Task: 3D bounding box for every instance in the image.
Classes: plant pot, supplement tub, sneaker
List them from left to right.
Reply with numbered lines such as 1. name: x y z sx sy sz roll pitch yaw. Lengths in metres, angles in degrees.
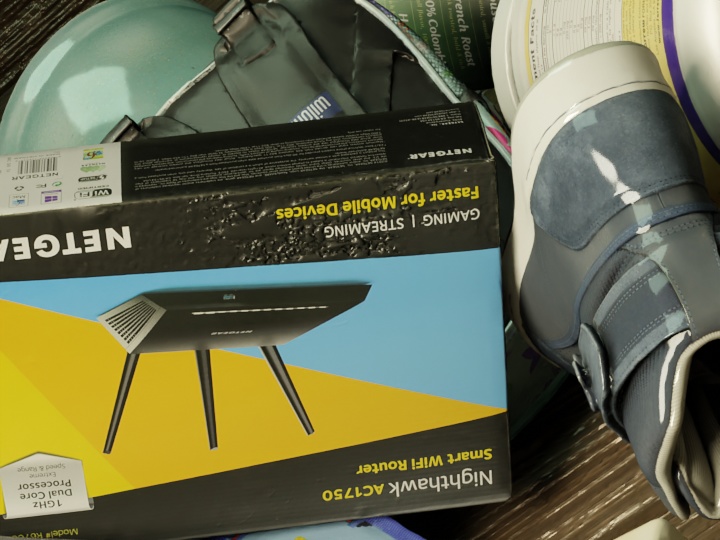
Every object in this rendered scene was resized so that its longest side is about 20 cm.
1. plant pot: -0.099 -0.053 1.416 0.200 0.200 0.134 -49 40 -14
2. sneaker: 0.108 0.033 0.826 0.077 0.147 0.203 -25 -27 -3
3. supplement tub: 0.145 -0.090 0.910 0.146 0.145 0.200 -49 15 -14

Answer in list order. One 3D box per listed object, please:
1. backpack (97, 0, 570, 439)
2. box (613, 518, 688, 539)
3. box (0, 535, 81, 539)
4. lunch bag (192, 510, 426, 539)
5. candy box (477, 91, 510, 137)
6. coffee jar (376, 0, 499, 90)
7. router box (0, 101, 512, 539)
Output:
1. backpack: 0.000 0.000 1.015 0.178 0.151 0.200 -45 55 1
2. box: 0.058 0.166 0.574 0.078 0.095 0.200 -34 20 33
3. box: -0.085 0.184 0.793 0.158 0.048 0.201 1 46 23
4. lunch bag: -0.057 0.150 0.909 0.200 0.094 0.150 17 49 45
5. candy box: 0.018 -0.040 1.270 0.136 0.061 0.200 -43 16 9
6. coffee jar: 0.072 -0.138 1.201 0.199 0.086 0.104 -7 20 15
7. router box: -0.047 0.024 0.871 0.199 0.150 0.051 -7 31 -2
